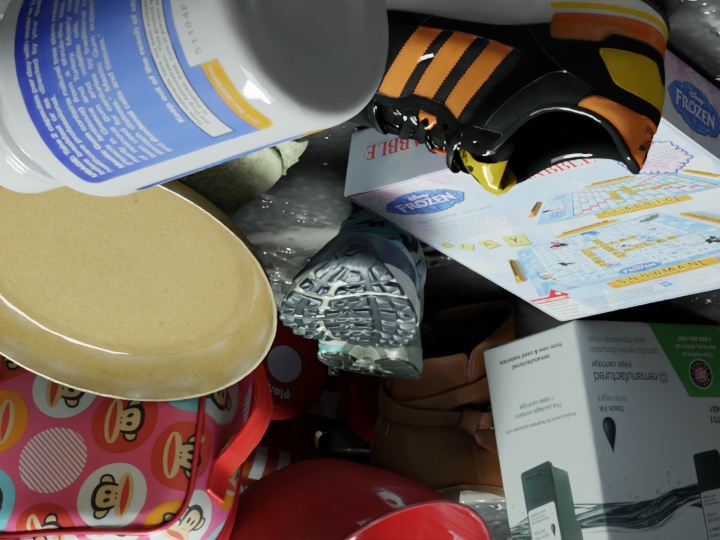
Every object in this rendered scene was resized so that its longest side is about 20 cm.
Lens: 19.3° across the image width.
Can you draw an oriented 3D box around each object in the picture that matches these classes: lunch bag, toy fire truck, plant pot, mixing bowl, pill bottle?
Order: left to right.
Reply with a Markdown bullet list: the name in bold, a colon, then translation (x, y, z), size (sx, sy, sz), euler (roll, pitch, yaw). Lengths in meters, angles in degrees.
- **plant pot**: translation (-0.140, 0.000, 1.161), size (0.198, 0.028, 0.201), euler (9, 141, 7)
- **lunch bag**: translation (-0.132, 0.080, 1.272), size (0.175, 0.202, 0.082), euler (-4, 151, 23)
- **pill bottle**: translation (-0.094, -0.097, 0.958), size (0.199, 0.113, 0.112), euler (-14, 150, 40)
- **toy fire truck**: translation (-0.039, 0.136, 1.418), size (0.198, 0.170, 0.112), euler (16, 156, -22)
- **mixing bowl**: translation (-0.027, 0.190, 1.297), size (0.108, 0.200, 0.200), euler (42, -179, 36)

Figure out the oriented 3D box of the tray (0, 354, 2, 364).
- **tray**: translation (-0.230, 0.084, 1.327), size (0.037, 0.100, 0.199), euler (-10, 180, 35)

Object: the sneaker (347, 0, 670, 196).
- **sneaker**: translation (0.045, -0.079, 0.992), size (0.198, 0.091, 0.070), euler (-3, 156, 19)

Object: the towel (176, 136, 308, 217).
- **towel**: translation (-0.131, -0.055, 1.164), size (0.147, 0.037, 0.200), euler (17, 155, -23)

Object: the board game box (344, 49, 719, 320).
- **board game box**: translation (0.130, -0.040, 1.126), size (0.199, 0.042, 0.199), euler (-13, 151, 39)

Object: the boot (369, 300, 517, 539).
- **boot**: translation (0.089, 0.079, 1.376), size (0.199, 0.077, 0.156), euler (-19, 129, -25)

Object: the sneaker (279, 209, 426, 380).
- **sneaker**: translation (0.000, 0.000, 1.188), size (0.077, 0.087, 0.200), euler (6, 166, 4)

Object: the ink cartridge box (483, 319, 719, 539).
- **ink cartridge box**: translation (0.164, 0.138, 1.292), size (0.146, 0.202, 0.083), euler (3, 164, -42)
